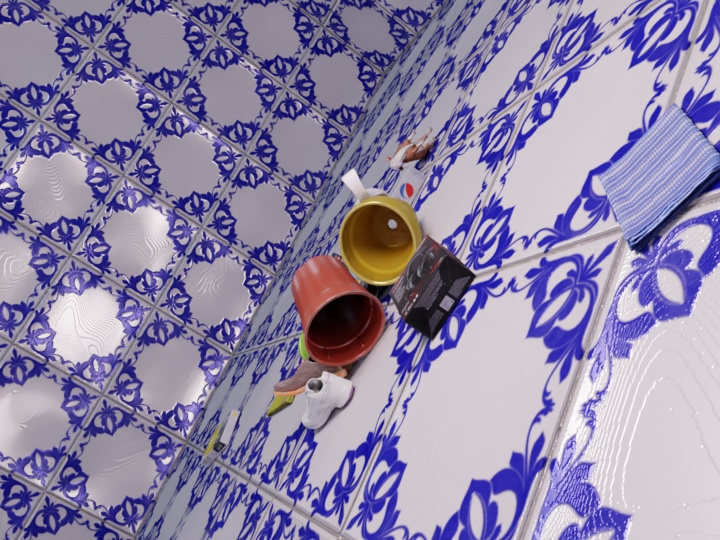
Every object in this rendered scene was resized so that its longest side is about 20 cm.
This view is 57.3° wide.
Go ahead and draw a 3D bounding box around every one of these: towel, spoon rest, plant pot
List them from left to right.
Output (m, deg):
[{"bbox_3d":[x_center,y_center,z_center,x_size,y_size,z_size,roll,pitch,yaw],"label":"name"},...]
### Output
[{"bbox_3d":[-0.235,0.390,2.020,0.200,0.018,0.087,-42,16,55],"label":"towel"},{"bbox_3d":[-0.067,0.078,1.536,0.203,0.198,0.196,-54,38,16],"label":"plant pot"},{"bbox_3d":[0.012,-0.183,1.648,0.098,0.061,0.200,-36,-24,7],"label":"spoon rest"},{"bbox_3d":[0.063,-0.091,1.618,0.202,0.199,0.189,-51,-1,25],"label":"plant pot"},{"bbox_3d":[0.378,-0.126,0.849,0.145,0.023,0.202,-51,16,31],"label":"towel"}]

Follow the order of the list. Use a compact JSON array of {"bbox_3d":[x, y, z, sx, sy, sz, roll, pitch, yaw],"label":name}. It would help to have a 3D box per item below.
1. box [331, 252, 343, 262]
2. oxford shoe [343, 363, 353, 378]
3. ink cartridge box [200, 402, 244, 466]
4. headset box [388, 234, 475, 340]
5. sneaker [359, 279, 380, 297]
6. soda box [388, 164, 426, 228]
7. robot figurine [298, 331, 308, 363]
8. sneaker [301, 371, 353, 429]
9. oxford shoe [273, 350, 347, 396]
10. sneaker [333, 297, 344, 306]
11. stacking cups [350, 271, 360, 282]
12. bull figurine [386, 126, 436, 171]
[{"bbox_3d":[-0.102,0.063,2.050,0.204,0.037,0.137,-63,-19,-15],"label":"box"},{"bbox_3d":[-0.067,0.236,1.616,0.202,0.070,0.072,-53,12,19],"label":"oxford shoe"},{"bbox_3d":[-0.536,0.629,2.555,0.198,0.046,0.203,-50,18,38],"label":"ink cartridge box"},{"bbox_3d":[0.135,0.026,1.309,0.151,0.076,0.200,-57,15,10],"label":"headset box"},{"bbox_3d":[0.034,0.006,1.697,0.082,0.075,0.207,152,127,-64],"label":"sneaker"},{"bbox_3d":[0.112,-0.203,1.928,0.203,0.063,0.068,-60,13,-5],"label":"soda box"},{"bbox_3d":[-0.093,0.185,1.720,0.200,0.114,0.179,-39,22,55],"label":"robot figurine"},{"bbox_3d":[-0.096,0.294,1.528,0.201,0.098,0.076,-50,17,39],"label":"sneaker"},{"bbox_3d":[-0.129,0.247,1.583,0.195,0.075,0.071,-21,1,14],"label":"oxford shoe"},{"bbox_3d":[-0.068,0.064,1.730,0.199,0.068,0.086,-156,68,-69],"label":"sneaker"},{"bbox_3d":[0.000,0.000,1.772,0.060,0.059,0.207,-142,65,-77],"label":"stacking cups"},{"bbox_3d":[0.158,-0.368,1.998,0.121,0.066,0.199,-45,-7,34],"label":"bull figurine"}]
